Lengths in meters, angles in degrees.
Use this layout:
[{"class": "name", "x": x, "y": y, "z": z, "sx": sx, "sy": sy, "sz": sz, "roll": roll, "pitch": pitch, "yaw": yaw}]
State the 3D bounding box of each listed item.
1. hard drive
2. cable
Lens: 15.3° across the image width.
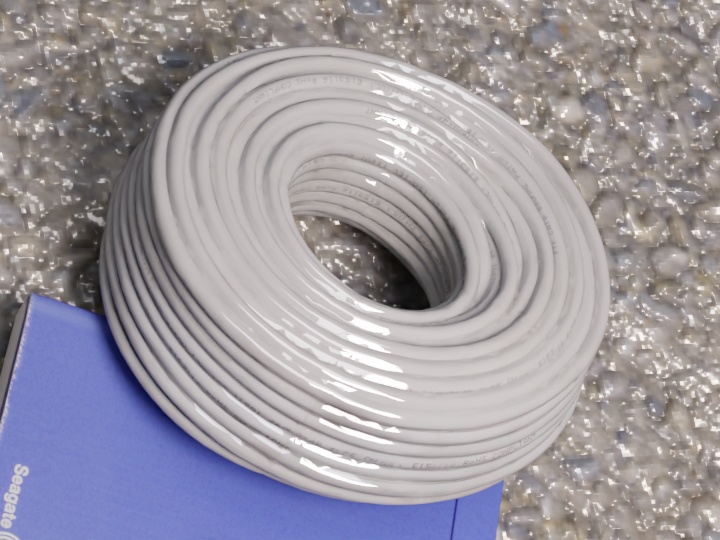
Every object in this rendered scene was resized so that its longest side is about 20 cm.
[{"class": "hard drive", "x": -0.046, "y": 0.098, "z": 1.013, "sx": 0.200, "sy": 0.025, "sz": 0.132, "roll": 19, "pitch": 57, "yaw": -14}, {"class": "cable", "x": 0.000, "y": 0.000, "z": 1.042, "sx": 0.200, "sy": 0.069, "sz": 0.200, "roll": 30, "pitch": 42, "yaw": -4}]
